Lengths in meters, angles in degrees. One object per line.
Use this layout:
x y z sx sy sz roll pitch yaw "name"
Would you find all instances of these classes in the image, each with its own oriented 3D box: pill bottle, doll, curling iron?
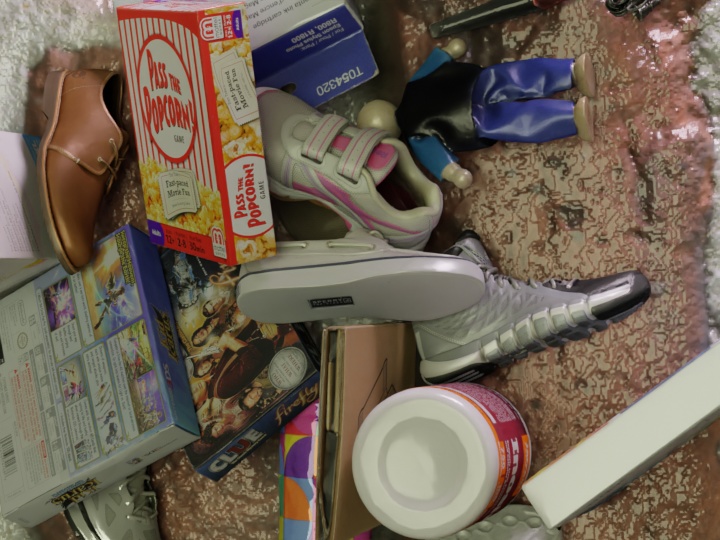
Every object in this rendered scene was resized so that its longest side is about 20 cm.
0.071 0.144 1.471 0.112 0.200 0.114 0 89 16 "pill bottle"
0.090 -0.128 1.545 0.199 0.048 0.137 -4 67 19 "doll"
0.152 -0.217 1.540 0.199 0.026 0.050 -8 63 16 "curling iron"

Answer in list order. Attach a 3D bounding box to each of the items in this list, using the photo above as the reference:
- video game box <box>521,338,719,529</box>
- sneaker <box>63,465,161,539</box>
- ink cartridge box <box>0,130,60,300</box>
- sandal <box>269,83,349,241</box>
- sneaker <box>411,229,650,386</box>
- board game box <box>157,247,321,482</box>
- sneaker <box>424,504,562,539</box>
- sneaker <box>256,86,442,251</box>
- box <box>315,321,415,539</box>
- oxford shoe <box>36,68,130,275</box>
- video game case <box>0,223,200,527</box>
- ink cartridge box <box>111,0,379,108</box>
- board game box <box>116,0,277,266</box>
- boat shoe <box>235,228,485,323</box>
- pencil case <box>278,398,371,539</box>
0.229 0.117 1.436 0.200 0.182 0.047 -38 76 12 "video game box"
-0.200 0.173 1.615 0.115 0.076 0.201 -40 76 14 "sneaker"
-0.344 -0.041 1.596 0.128 0.200 0.126 -24 83 14 "ink cartridge box"
-0.058 -0.096 1.589 0.080 0.054 0.201 -31 81 14 "sandal"
0.126 0.010 1.525 0.199 0.075 0.116 -22 74 10 "sneaker"
-0.118 0.057 1.573 0.135 0.035 0.200 -40 54 12 "board game box"
0.081 0.290 1.541 0.199 0.147 0.081 -26 39 -20 "sneaker"
-0.011 -0.089 1.521 0.200 0.088 0.082 32 58 -13 "sneaker"
0.006 0.124 1.491 0.021 0.200 0.164 2 90 17 "box"
-0.233 -0.091 1.605 0.071 0.071 0.201 -8 62 11 "oxford shoe"
-0.235 0.088 1.585 0.181 0.045 0.201 -29 57 21 "video game case"
-0.105 -0.213 1.590 0.196 0.043 0.201 -26 68 14 "ink cartridge box"
-0.132 -0.114 1.508 0.151 0.046 0.201 13 114 58 "board game box"
0.000 0.000 1.508 0.199 0.072 0.066 -6 55 11 "boat shoe"
-0.027 0.199 1.563 0.088 0.088 0.201 1 92 16 "pencil case"
